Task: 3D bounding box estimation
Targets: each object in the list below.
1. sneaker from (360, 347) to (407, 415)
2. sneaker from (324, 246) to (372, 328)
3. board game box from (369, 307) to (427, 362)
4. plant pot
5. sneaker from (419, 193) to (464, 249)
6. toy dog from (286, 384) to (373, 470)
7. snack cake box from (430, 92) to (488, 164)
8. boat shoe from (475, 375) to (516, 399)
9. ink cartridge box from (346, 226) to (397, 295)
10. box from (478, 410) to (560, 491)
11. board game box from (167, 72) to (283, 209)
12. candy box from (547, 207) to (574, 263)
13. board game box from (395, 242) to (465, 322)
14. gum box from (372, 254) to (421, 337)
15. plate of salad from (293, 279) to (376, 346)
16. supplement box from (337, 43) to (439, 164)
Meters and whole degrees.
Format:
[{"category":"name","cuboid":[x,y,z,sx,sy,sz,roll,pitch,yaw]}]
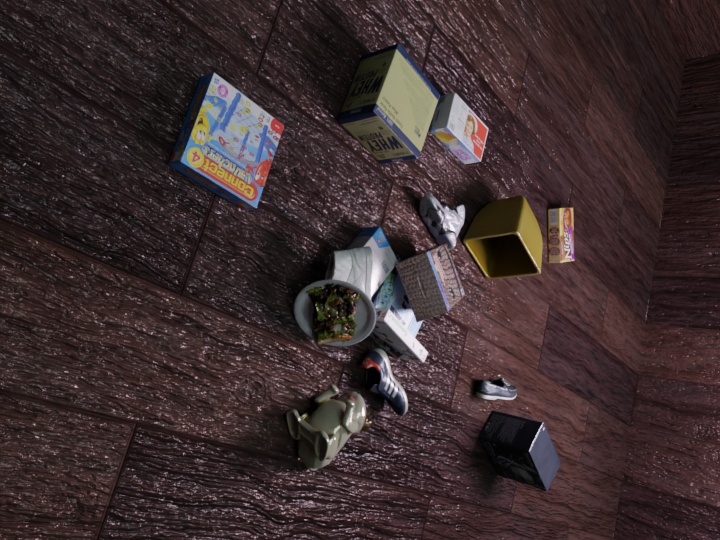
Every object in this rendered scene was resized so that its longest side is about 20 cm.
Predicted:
[{"category":"sneaker","cuboid":[0.056,0.310,1.596,0.084,0.074,0.204,-38,107,-39]},{"category":"sneaker","cuboid":[-0.033,0.044,1.420,0.112,0.074,0.207,-4,110,-16]},{"category":"board game box","cuboid":[0.075,0.166,1.572,0.200,0.124,0.035,48,61,-35]},{"category":"plant pot","cuboid":[0.469,-0.120,1.930,0.195,0.191,0.204,49,50,-34]},{"category":"sneaker","cuboid":[0.242,-0.169,1.772,0.116,0.074,0.202,-57,132,-28]},{"category":"toy dog","cuboid":[-0.055,0.371,1.442,0.198,0.137,0.200,-29,123,-41]},{"category":"snack cake box","cuboid":[0.301,-0.425,1.827,0.198,0.066,0.118,31,68,-41]},{"category":"boat shoe","cuboid":[0.454,0.385,2.001,0.195,0.074,0.064,8,97,-36]},{"category":"ink cartridge box","cuboid":[0.000,0.000,1.531,0.201,0.067,0.118,-50,122,-32]},{"category":"box","cuboid":[0.523,0.587,1.986,0.124,0.193,0.203,-48,121,-32]},{"category":"board game box","cuboid":[-0.272,-0.262,1.258,0.198,0.055,0.202,29,70,-42]},{"category":"candy box","cuboid":[0.765,-0.135,2.313,0.115,0.055,0.208,-5,94,-45]},{"category":"board game box","cuboid":[0.193,0.028,1.636,0.199,0.095,0.164,-24,93,-66]},{"category":"gum box","cuboid":[0.104,0.088,1.655,0.201,0.044,0.172,51,57,-34]},{"category":"plate of salad","cuboid":[-0.060,0.107,1.393,0.202,0.195,0.049,56,25,-29]},{"category":"supplement box","cuboid":[0.076,-0.419,1.552,0.199,0.132,0.205,35,67,-39]}]
